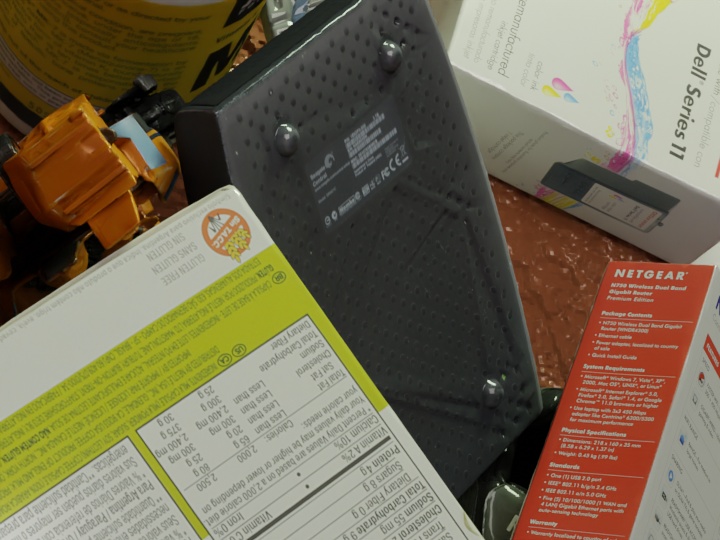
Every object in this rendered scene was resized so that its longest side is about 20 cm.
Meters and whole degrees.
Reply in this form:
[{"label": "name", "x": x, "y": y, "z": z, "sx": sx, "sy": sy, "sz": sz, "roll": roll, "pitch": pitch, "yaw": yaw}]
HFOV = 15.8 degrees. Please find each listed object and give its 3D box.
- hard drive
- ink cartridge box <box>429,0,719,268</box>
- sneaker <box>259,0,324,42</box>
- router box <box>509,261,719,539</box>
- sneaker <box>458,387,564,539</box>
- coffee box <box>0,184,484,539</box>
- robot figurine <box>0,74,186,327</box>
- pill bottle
[{"label": "hard drive", "x": 0.000, "y": 0.000, "z": 0.978, "sx": 0.135, "sy": 0.042, "sz": 0.201, "roll": -42, "pitch": 124, "yaw": -40}, {"label": "ink cartridge box", "x": 0.125, "y": -0.082, "z": 1.186, "sx": 0.199, "sy": 0.067, "sz": 0.118, "roll": 25, "pitch": 60, "yaw": -14}, {"label": "sneaker", "x": -0.009, "y": -0.062, "z": 1.098, "sx": 0.074, "sy": 0.087, "sz": 0.201, "roll": -7, "pitch": 78, "yaw": -22}, {"label": "router box", "x": 0.127, "y": 0.127, "z": 1.038, "sx": 0.200, "sy": 0.049, "sz": 0.180, "roll": 58, "pitch": 44, "yaw": -44}, {"label": "sneaker", "x": 0.052, "y": 0.128, "z": 1.043, "sx": 0.066, "sy": 0.090, "sz": 0.201, "roll": 28, "pitch": 59, "yaw": -18}, {"label": "coffee box", "x": -0.095, "y": 0.130, "z": 0.908, "sx": 0.200, "sy": 0.200, "sz": 0.198, "roll": -34, "pitch": 86, "yaw": -33}, {"label": "robot figurine", "x": -0.122, "y": -0.014, "z": 0.959, "sx": 0.145, "sy": 0.200, "sz": 0.058, "roll": -36, "pitch": 91, "yaw": 1}, {"label": "pill bottle", "x": -0.085, "y": -0.134, "z": 1.022, "sx": 0.114, "sy": 0.200, "sz": 0.115, "roll": 7, "pitch": 65, "yaw": -15}]
